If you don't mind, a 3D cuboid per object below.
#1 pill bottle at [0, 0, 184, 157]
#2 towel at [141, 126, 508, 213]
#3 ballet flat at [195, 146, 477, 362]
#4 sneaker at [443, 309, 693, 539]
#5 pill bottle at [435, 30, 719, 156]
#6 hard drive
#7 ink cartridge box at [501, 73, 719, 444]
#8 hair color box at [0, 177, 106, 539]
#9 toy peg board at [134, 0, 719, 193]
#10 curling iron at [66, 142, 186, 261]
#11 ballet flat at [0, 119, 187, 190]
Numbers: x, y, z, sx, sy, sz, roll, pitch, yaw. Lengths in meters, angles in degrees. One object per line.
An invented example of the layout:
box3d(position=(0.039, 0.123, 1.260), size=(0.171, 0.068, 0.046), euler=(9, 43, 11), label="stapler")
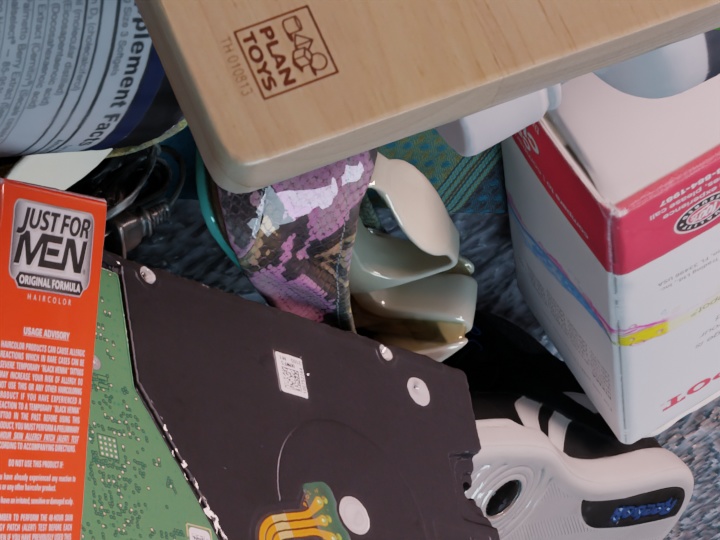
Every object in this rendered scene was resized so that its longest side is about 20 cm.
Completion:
box3d(position=(-0.101, -0.084, 0.747), size=(0.199, 0.112, 0.112), euler=(-7, 144, -34), label="pill bottle")
box3d(position=(0.015, -0.072, 0.955), size=(0.199, 0.022, 0.147), euler=(1, 140, -44), label="towel")
box3d(position=(0.000, 0.000, 0.956), size=(0.071, 0.070, 0.200), euler=(-4, 157, 9), label="ballet flat")
box3d(position=(0.033, 0.062, 1.077), size=(0.200, 0.112, 0.073), euler=(11, 117, -56), label="sneaker")
box3d(position=(0.095, -0.120, 0.836), size=(0.199, 0.120, 0.120), euler=(-30, 150, -5), label="pill bottle")
box3d(position=(-0.034, 0.075, 0.872), size=(0.038, 0.140, 0.199), euler=(-33, 145, 33), label="hard drive")
box3d(position=(0.128, -0.040, 1.005), size=(0.147, 0.086, 0.200), euler=(-30, 157, -9), label="ink cartridge box")
box3d(position=(-0.129, 0.076, 0.757), size=(0.101, 0.202, 0.061), euler=(2, 176, 24), label="hair color box")
box3d(position=(0.017, -0.125, 0.715), size=(0.198, 0.201, 0.098), euler=(-20, 164, -14), label="toy peg board")
box3d(position=(-0.150, -0.010, 0.882), size=(0.199, 0.050, 0.026), euler=(-13, 131, -2), label="curling iron")
box3d(position=(-0.137, -0.033, 0.842), size=(0.199, 0.071, 0.071), euler=(-23, 150, -8), label="ballet flat")
